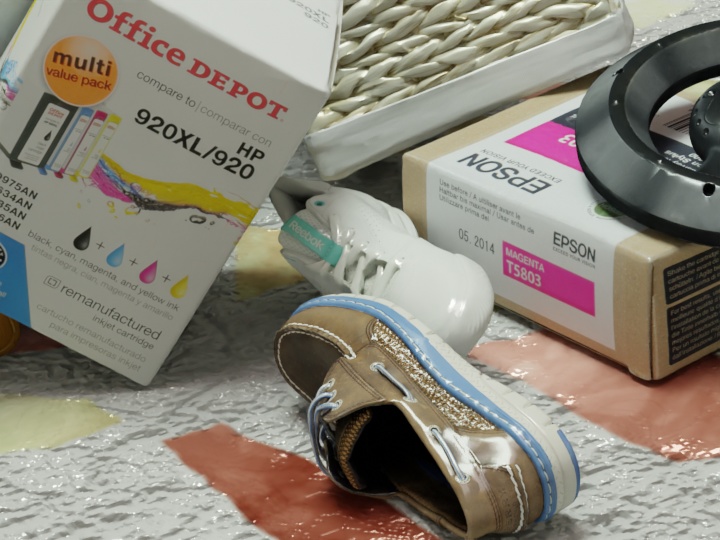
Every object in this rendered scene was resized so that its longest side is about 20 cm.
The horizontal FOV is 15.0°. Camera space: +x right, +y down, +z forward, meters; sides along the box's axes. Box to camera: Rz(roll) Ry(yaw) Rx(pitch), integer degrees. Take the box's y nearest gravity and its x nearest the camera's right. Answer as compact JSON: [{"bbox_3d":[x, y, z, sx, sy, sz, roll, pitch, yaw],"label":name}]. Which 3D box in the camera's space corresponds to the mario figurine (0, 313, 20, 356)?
[{"bbox_3d":[-0.261,-0.001,1.539,0.123,0.106,0.200,29,13,-41],"label":"mario figurine"}]

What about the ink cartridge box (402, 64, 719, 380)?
[{"bbox_3d":[0.147,-0.031,1.491,0.164,0.075,0.200,-24,33,-33],"label":"ink cartridge box"}]

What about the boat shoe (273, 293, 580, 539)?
[{"bbox_3d":[0.014,0.069,1.324,0.072,0.072,0.200,-26,33,-31],"label":"boat shoe"}]

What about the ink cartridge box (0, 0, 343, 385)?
[{"bbox_3d":[-0.121,-0.078,1.447,0.147,0.200,0.145,28,24,-12],"label":"ink cartridge box"}]

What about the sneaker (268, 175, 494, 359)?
[{"bbox_3d":[0.000,0.000,1.427,0.088,0.075,0.200,31,4,-25],"label":"sneaker"}]

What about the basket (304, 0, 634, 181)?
[{"bbox_3d":[0.047,-0.154,1.610,0.200,0.124,0.136,-23,10,10],"label":"basket"}]

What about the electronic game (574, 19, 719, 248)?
[{"bbox_3d":[0.212,-0.074,1.435,0.199,0.042,0.200,-4,37,3],"label":"electronic game"}]

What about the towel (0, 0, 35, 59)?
[{"bbox_3d":[-0.193,-0.123,1.531,0.171,0.200,0.048,-46,32,15],"label":"towel"}]
